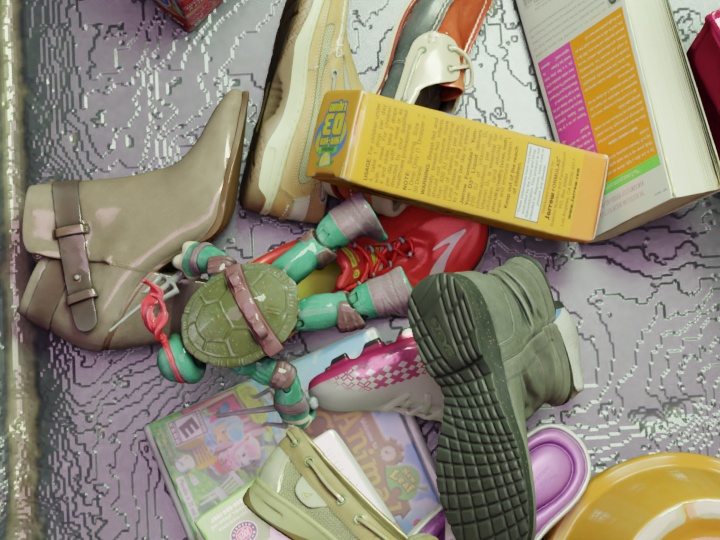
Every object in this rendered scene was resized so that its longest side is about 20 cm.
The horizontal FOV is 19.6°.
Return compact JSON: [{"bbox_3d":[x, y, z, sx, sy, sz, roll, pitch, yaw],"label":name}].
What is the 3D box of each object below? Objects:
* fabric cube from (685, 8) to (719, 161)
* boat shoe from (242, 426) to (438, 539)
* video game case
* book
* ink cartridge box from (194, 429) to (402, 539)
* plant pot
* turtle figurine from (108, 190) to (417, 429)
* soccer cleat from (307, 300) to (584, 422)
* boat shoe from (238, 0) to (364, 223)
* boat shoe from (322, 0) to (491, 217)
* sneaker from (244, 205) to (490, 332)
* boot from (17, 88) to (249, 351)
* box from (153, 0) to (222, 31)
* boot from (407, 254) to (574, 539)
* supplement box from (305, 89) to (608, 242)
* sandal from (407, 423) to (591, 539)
[{"bbox_3d":[0.348,-0.104,1.426,0.199,0.196,0.200,-27,83,-4],"label":"fabric cube"},{"bbox_3d":[0.017,0.173,1.338,0.200,0.073,0.063,29,86,28],"label":"boat shoe"},{"bbox_3d":[-0.033,0.166,1.472,0.181,0.022,0.201,-23,82,-4],"label":"video game case"},{"bbox_3d":[0.173,-0.132,1.463,0.048,0.133,0.201,-11,82,-29],"label":"book"},{"bbox_3d":[-0.011,0.223,1.420,0.117,0.067,0.201,-33,83,-6],"label":"ink cartridge box"},{"bbox_3d":[0.219,0.218,1.385,0.199,0.183,0.202,0,82,0],"label":"plant pot"},{"bbox_3d":[-0.065,0.034,1.386,0.199,0.101,0.150,-27,85,3],"label":"turtle figurine"},{"bbox_3d":[0.065,0.078,1.447,0.199,0.070,0.087,-16,81,-15],"label":"soccer cleat"},{"bbox_3d":[-0.028,-0.132,1.500,0.076,0.072,0.201,14,92,-10],"label":"boat shoe"},{"bbox_3d":[0.046,-0.129,1.479,0.062,0.071,0.201,21,76,40],"label":"boat shoe"},{"bbox_3d":[0.000,0.000,1.465,0.199,0.085,0.077,-19,83,-3],"label":"sneaker"},{"bbox_3d":[-0.164,-0.041,1.479,0.145,0.070,0.201,10,81,3],"label":"boot"},{"bbox_3d":[-0.090,-0.282,1.497,0.095,0.100,0.200,43,83,5],"label":"box"},{"bbox_3d":[0.105,0.089,1.374,0.067,0.130,0.201,-14,85,37],"label":"boot"},{"bbox_3d":[0.067,-0.070,1.422,0.199,0.066,0.069,11,89,-27],"label":"supplement box"},{"bbox_3d":[0.083,0.176,1.384,0.082,0.050,0.203,38,67,0],"label":"sandal"}]
